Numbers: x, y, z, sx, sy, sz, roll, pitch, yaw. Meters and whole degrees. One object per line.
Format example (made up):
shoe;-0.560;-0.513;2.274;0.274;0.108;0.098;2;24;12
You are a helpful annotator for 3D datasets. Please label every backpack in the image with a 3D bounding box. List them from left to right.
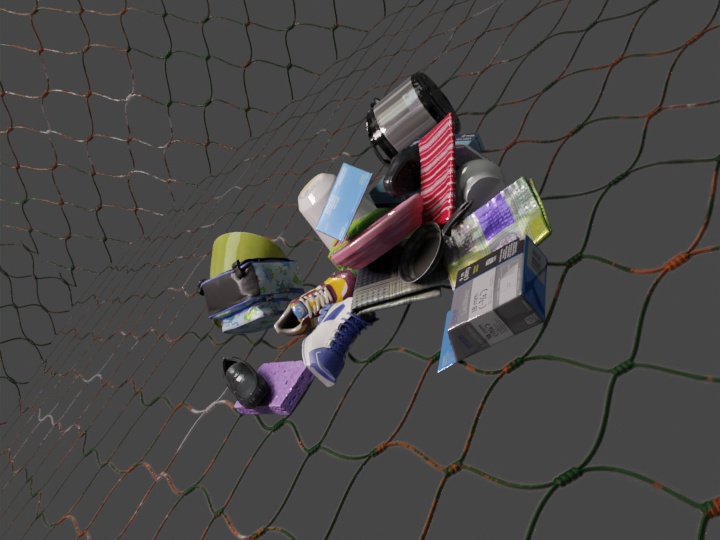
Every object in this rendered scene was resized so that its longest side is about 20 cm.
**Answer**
backpack;-0.225;0.058;1.851;0.182;0.148;0.199;-24;-10;39

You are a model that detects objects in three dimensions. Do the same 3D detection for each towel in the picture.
towel;0.083;0.001;1.520;0.199;0.035;0.193;-17;29;17
towel;0.137;-0.166;1.505;0.145;0.022;0.202;148;125;-70
towel;0.217;-0.056;1.383;0.199;0.023;0.144;-34;45;26

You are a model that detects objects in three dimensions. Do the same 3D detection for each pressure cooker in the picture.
pressure cooker;0.107;-0.334;1.917;0.200;0.179;0.176;-35;27;22

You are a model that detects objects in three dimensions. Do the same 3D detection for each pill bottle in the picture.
pill bottle;0.201;-0.159;1.530;0.112;0.112;0.200;-43;22;7

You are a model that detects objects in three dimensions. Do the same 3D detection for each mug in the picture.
mug;-0.072;-0.140;1.938;0.150;0.153;0.186;-55;23;-21

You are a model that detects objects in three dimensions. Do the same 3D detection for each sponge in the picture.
sponge;-0.167;0.230;1.633;0.199;0.030;0.112;-14;37;55

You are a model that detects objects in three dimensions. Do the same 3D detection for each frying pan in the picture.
frying pan;0.127;-0.059;1.430;0.191;0.031;0.115;-55;27;15

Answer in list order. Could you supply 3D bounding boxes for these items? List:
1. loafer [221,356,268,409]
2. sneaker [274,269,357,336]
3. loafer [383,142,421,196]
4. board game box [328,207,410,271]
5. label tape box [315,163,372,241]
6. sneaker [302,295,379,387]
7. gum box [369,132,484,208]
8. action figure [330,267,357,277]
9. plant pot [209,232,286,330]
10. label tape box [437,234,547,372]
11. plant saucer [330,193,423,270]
loafer;-0.234;0.217;1.640;0.068;0.070;0.200;-49;21;-7
sneaker;-0.086;0.071;1.660;0.200;0.075;0.090;-43;-19;27
loafer;0.089;-0.195;1.621;0.070;0.068;0.201;-9;24;33
board game box;0.030;-0.082;1.770;0.199;0.048;0.102;-27;28;29
label tape box;-0.033;-0.137;1.664;0.200;0.063;0.145;-101;35;-87
sneaker;-0.032;0.107;1.532;0.115;0.081;0.200;-34;23;32
gum box;0.138;-0.208;1.735;0.169;0.045;0.200;3;42;45
action figure;0.000;0.000;1.705;0.200;0.055;0.119;-22;35;54
plant pot;-0.288;0.043;2.013;0.187;0.187;0.201;-25;43;41
label tape box;0.183;0.051;1.264;0.199;0.063;0.145;-31;26;32
plant saucer;0.038;-0.063;1.516;0.200;0.051;0.201;-35;4;3
